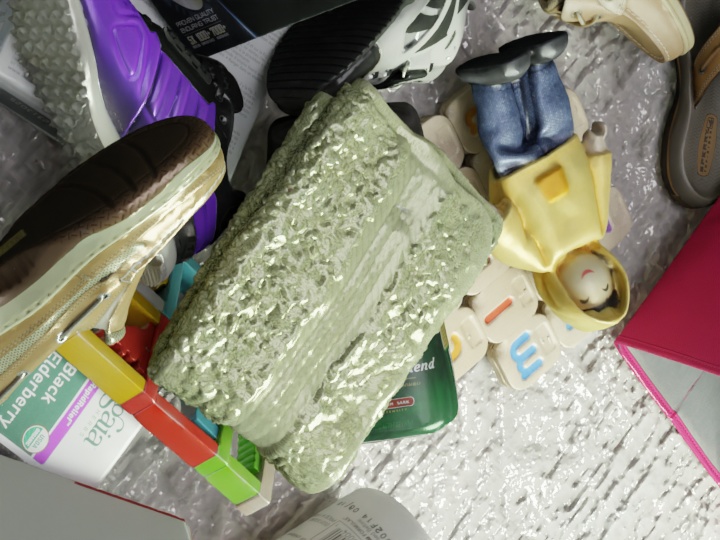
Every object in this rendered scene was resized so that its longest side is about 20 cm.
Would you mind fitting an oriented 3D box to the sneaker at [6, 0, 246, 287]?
[{"bbox_3d":[-0.117,-0.102,0.907,0.099,0.069,0.202,-32,116,-31],"label":"sneaker"}]

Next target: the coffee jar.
[{"bbox_3d":[0.000,0.000,1.022,0.103,0.085,0.202,-7,101,0],"label":"coffee jar"}]

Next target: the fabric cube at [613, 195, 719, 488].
[{"bbox_3d":[0.340,0.053,1.180,0.200,0.195,0.200,-52,127,-14],"label":"fabric cube"}]

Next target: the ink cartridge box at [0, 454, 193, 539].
[{"bbox_3d":[-0.195,0.212,0.900,0.143,0.084,0.201,25,112,-32],"label":"ink cartridge box"}]

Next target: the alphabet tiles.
[{"bbox_3d":[0.095,-0.024,1.130,0.195,0.015,0.201,-39,115,-22],"label":"alphabet tiles"}]

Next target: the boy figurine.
[{"bbox_3d":[0.119,-0.048,1.088,0.124,0.064,0.202,-25,105,-30],"label":"boy figurine"}]

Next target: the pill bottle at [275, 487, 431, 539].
[{"bbox_3d":[-0.046,0.229,1.024,0.199,0.114,0.115,-29,111,-26],"label":"pill bottle"}]

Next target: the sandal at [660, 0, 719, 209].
[{"bbox_3d":[0.259,-0.144,1.198,0.081,0.054,0.202,6,94,-32],"label":"sandal"}]

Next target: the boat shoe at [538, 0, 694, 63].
[{"bbox_3d":[0.143,-0.197,1.116,0.200,0.071,0.065,38,86,-24],"label":"boat shoe"}]

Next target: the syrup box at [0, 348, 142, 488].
[{"bbox_3d":[-0.218,0.046,0.913,0.200,0.081,0.079,43,75,-27],"label":"syrup box"}]

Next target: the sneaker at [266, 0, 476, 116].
[{"bbox_3d":[0.020,-0.140,1.025,0.200,0.074,0.089,-49,132,-34],"label":"sneaker"}]

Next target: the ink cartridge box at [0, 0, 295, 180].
[{"bbox_3d":[-0.120,-0.156,0.978,0.162,0.050,0.202,33,67,-30],"label":"ink cartridge box"}]

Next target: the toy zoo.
[{"bbox_3d":[-0.116,0.033,0.960,0.200,0.020,0.132,45,29,-29],"label":"toy zoo"}]

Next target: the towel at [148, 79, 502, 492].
[{"bbox_3d":[-0.016,0.010,0.931,0.148,0.036,0.201,39,82,-28],"label":"towel"}]

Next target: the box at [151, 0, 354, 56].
[{"bbox_3d":[-0.014,-0.223,0.929,0.200,0.163,0.086,-48,112,-30],"label":"box"}]

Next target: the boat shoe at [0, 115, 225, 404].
[{"bbox_3d":[-0.142,0.003,0.849,0.199,0.072,0.076,-36,119,5],"label":"boat shoe"}]
